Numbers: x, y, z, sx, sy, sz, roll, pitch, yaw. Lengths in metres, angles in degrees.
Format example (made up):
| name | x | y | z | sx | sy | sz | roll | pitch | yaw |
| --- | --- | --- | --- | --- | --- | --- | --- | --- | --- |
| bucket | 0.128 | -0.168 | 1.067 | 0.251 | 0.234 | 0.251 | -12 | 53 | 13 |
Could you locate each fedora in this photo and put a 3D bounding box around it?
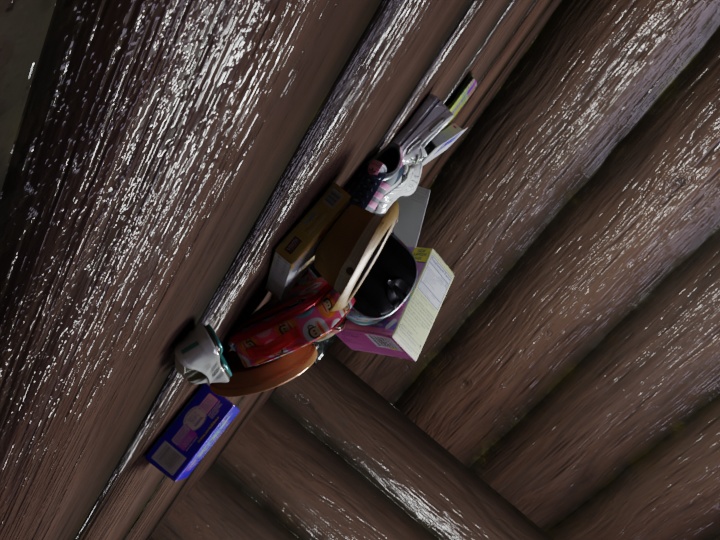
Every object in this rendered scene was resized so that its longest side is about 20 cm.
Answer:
| name | x | y | z | sx | sy | sz | roll | pitch | yaw |
| --- | --- | --- | --- | --- | --- | --- | --- | --- | --- |
| fedora | -0.016 | -0.034 | 1.325 | 0.202 | 0.081 | 0.201 | -58 | 175 | -7 |

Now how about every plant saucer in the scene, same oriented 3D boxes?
| name | x | y | z | sx | sy | sz | roll | pitch | yaw |
| --- | --- | --- | --- | --- | --- | --- | --- | --- | --- |
| plant saucer | -0.174 | 0.159 | 1.511 | 0.197 | 0.038 | 0.200 | -15 | -165 | 4 |

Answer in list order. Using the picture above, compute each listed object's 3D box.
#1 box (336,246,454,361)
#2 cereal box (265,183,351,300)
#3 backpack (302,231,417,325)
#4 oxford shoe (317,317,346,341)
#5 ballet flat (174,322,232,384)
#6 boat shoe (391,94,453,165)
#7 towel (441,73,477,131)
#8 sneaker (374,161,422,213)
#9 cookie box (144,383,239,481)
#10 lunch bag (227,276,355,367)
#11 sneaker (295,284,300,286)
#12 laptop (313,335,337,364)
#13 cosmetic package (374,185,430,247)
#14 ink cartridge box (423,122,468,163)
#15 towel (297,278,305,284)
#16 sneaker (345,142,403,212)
| name | x | y | z | sx | sy | sz | roll | pitch | yaw |
| --- | --- | --- | --- | --- | --- | --- | --- | --- | --- |
| box | 0.060 | 0.059 | 1.707 | 0.174 | 0.097 | 0.202 | 6 | -120 | 43 |
| cereal box | -0.085 | -0.041 | 1.345 | 0.144 | 0.039 | 0.200 | -51 | 177 | -19 |
| backpack | 0.000 | 0.000 | 1.592 | 0.178 | 0.199 | 0.151 | -51 | 177 | -19 |
| oxford shoe | -0.066 | 0.051 | 1.696 | 0.075 | 0.070 | 0.202 | -39 | -153 | 37 |
| ballet flat | -0.214 | 0.118 | 1.144 | 0.070 | 0.069 | 0.200 | -51 | 173 | -16 |
| boat shoe | 0.097 | -0.232 | 1.613 | 0.201 | 0.067 | 0.074 | -53 | 176 | 13 |
| towel | 0.229 | -0.403 | 2.075 | 0.144 | 0.023 | 0.200 | -52 | 176 | 10 |
| sneaker | 0.083 | -0.197 | 1.757 | 0.200 | 0.077 | 0.100 | -50 | 174 | -45 |
| cookie box | -0.310 | 0.304 | 1.613 | 0.172 | 0.075 | 0.200 | -52 | 177 | -13 |
| lunch bag | -0.119 | 0.090 | 1.423 | 0.198 | 0.083 | 0.176 | -25 | -169 | 32 |
| sneaker | -0.128 | 0.066 | 1.621 | 0.079 | 0.075 | 0.200 | -49 | 176 | -6 |
| laptop | -0.091 | 0.098 | 1.878 | 0.188 | 0.115 | 0.201 | -51 | 147 | -24 |
| cosmetic package | 0.077 | -0.098 | 1.874 | 0.082 | 0.111 | 0.202 | 107 | 2 | -54 |
| ink cartridge box | 0.195 | -0.314 | 2.154 | 0.095 | 0.037 | 0.200 | -44 | 175 | 38 |
| towel | -0.099 | 0.012 | 1.840 | 0.201 | 0.032 | 0.191 | -55 | 175 | 32 |
| sneaker | 0.009 | -0.145 | 1.470 | 0.201 | 0.070 | 0.083 | -53 | 162 | -35 |
